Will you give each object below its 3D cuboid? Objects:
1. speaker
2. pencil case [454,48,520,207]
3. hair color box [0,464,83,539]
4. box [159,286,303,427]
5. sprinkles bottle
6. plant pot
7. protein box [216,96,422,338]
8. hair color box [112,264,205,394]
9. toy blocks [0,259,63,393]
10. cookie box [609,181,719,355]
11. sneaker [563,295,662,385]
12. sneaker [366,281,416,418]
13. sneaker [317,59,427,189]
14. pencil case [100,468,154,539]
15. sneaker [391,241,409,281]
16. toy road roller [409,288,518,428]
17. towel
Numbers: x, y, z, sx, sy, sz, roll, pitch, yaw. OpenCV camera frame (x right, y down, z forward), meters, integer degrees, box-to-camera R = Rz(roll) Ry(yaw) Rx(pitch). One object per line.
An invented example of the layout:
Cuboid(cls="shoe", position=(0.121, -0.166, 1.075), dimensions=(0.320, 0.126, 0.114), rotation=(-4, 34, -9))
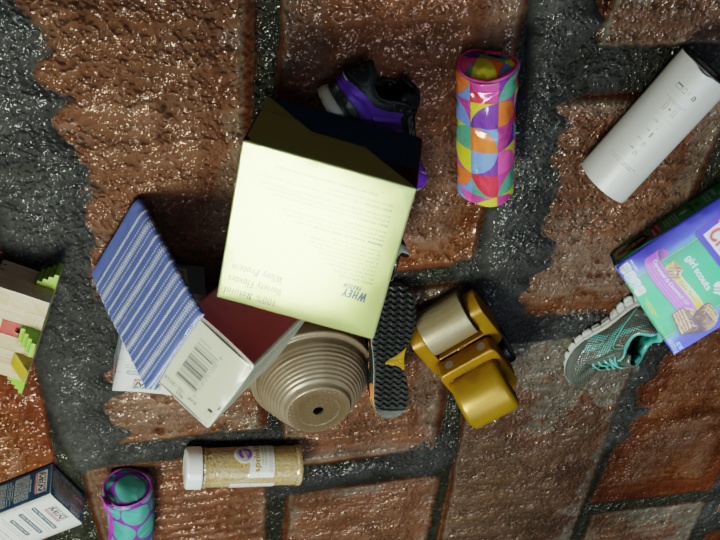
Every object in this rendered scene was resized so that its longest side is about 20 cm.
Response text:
Cuboid(cls="speaker", position=(0.383, -0.187, 1.183), dimensions=(0.080, 0.082, 0.201), rotation=(20, 123, -29))
Cuboid(cls="pencil case", position=(0.159, -0.178, 1.135), dimensions=(0.086, 0.089, 0.203), rotation=(-11, 135, -5))
Cuboid(cls="hair color box", position=(-0.565, 0.399, 1.472), dimensions=(0.196, 0.061, 0.101), rotation=(-21, 133, 5))
Cuboid(cls="box", position=(-0.164, 0.087, 1.189), dimensions=(0.109, 0.200, 0.128), rotation=(40, 119, 2))
Cuboid(cls="sprinkles bottle", position=(-0.195, 0.326, 1.499), dimensions=(0.195, 0.069, 0.069), rotation=(2, 131, -17))
Cuboid(cls="plant pot", position=(-0.071, 0.181, 1.386), dimensions=(0.196, 0.094, 0.204), rotation=(-8, 133, -8))
Cuboid(cls="protein box", position=(-0.047, -0.062, 1.051), dimensions=(0.194, 0.136, 0.203), rotation=(15, 121, -1))
Cuboid(cls="hair color box", position=(-0.285, 0.084, 1.264), dimensions=(0.097, 0.061, 0.203), rotation=(7, 128, -20))
Cuboid(cls="toy blocks", position=(-0.483, 0.058, 1.179), dimensions=(0.134, 0.101, 0.202), rotation=(20, 125, -15))
Cuboid(cls="cookie box", position=(0.500, -0.004, 1.334), dimensions=(0.198, 0.075, 0.172), rotation=(-35, 99, 16))
Cuboid(cls="sneaker", position=(0.411, 0.129, 1.465), dimensions=(0.076, 0.092, 0.201), rotation=(23, 122, -29))
Cuboid(cls="sneaker", position=(0.036, 0.114, 1.359), dimensions=(0.068, 0.090, 0.205), rotation=(0, 99, -17))
Cuboid(cls="sneaker", position=(0.043, -0.179, 1.109), dimensions=(0.099, 0.070, 0.200), rotation=(-36, 130, 15))
Cuboid(cls="pencil case", position=(-0.395, 0.424, 1.522), dimensions=(0.091, 0.085, 0.203), rotation=(-22, 140, -35))
Cuboid(cls="sneaker", position=(0.000, 0.000, 1.219), dimensions=(0.073, 0.081, 0.201), rotation=(-27, 164, -34))
Cuboid(cls="toy road roller", position=(0.169, 0.143, 1.376), dimensions=(0.121, 0.148, 0.200), rotation=(-30, 132, 13))
Cuboid(cls="towel", position=(-0.269, 0.028, 1.132), dimensions=(0.024, 0.201, 0.146), rotation=(3, 134, -48))
